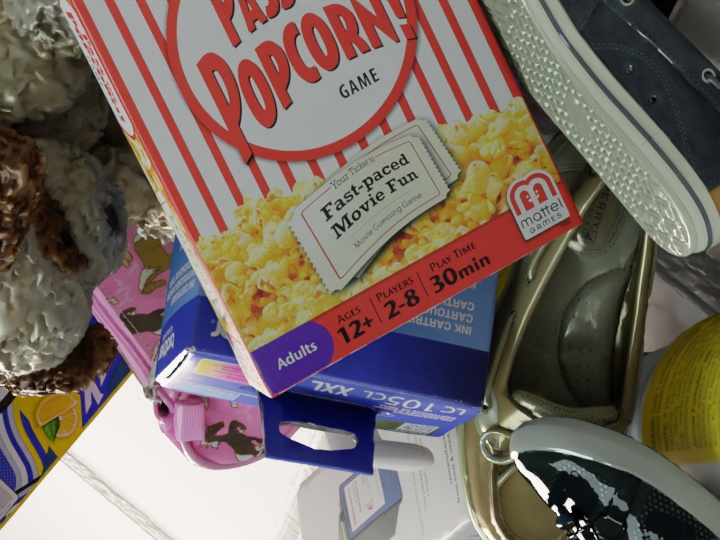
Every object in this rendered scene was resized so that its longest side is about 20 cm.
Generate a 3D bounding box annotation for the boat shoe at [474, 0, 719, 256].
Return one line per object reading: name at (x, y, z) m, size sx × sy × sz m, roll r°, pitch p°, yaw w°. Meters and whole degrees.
boat shoe at (0.095, -0.098, 1.160) m, size 0.200 × 0.062 × 0.075 m, roll 53°, pitch 167°, yaw 13°

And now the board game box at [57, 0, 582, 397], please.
board game box at (-0.021, -0.073, 1.178) m, size 0.201 × 0.151 × 0.046 m, roll 63°, pitch 170°, yaw -12°

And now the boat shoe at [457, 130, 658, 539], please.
boat shoe at (0.091, 0.036, 1.260) m, size 0.073 × 0.202 × 0.063 m, roll 14°, pitch -167°, yaw -10°

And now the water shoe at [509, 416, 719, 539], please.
water shoe at (0.134, 0.143, 1.216) m, size 0.200 × 0.079 × 0.072 m, roll 39°, pitch 160°, yaw -3°

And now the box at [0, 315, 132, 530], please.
box at (-0.163, 0.053, 1.549) m, size 0.064 × 0.200 × 0.070 m, roll 43°, pitch 158°, yaw -6°

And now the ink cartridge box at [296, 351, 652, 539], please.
ink cartridge box at (0.072, 0.112, 1.424) m, size 0.144 × 0.088 × 0.200 m, roll 1°, pitch 159°, yaw -24°

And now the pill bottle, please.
pill bottle at (0.189, 0.068, 1.245) m, size 0.114 × 0.114 × 0.200 m, roll 45°, pitch 159°, yaw -11°

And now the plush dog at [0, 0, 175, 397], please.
plush dog at (-0.155, -0.037, 1.282) m, size 0.159 × 0.173 × 0.200 m, roll -9°, pitch 143°, yaw 9°

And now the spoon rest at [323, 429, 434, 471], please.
spoon rest at (0.000, 0.000, 1.348) m, size 0.099 × 0.201 × 0.061 m, roll 8°, pitch 157°, yaw -24°

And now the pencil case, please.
pencil case at (-0.099, 0.011, 1.449) m, size 0.087 × 0.083 × 0.200 m, roll 44°, pitch -176°, yaw -48°

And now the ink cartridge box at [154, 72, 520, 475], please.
ink cartridge box at (-0.010, -0.009, 1.267) m, size 0.135 × 0.202 × 0.076 m, roll 11°, pitch 165°, yaw -13°

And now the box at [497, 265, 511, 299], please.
box at (0.040, 0.037, 1.483) m, size 0.064 × 0.070 × 0.200 m, roll 33°, pitch 158°, yaw 13°
